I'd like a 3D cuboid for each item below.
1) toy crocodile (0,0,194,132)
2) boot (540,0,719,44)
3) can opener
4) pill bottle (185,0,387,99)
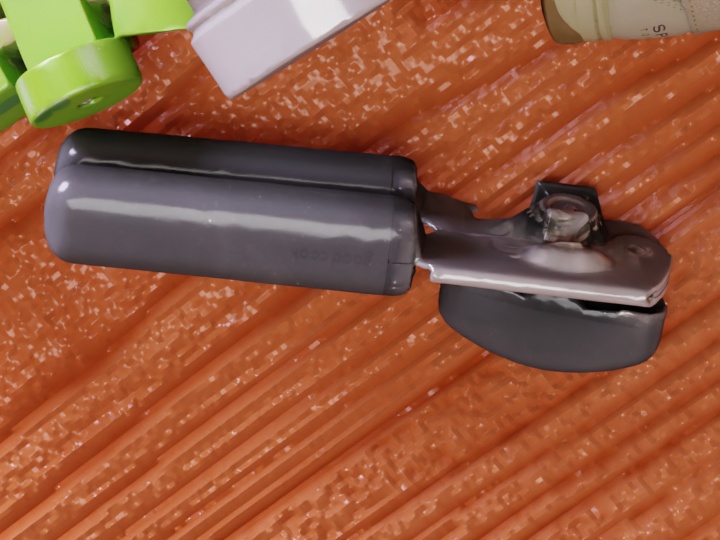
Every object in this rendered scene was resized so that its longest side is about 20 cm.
[{"bbox_3d":[-0.127,-0.063,0.881,0.200,0.062,0.068,-26,81,17],"label":"toy crocodile"},{"bbox_3d":[0.126,-0.159,0.775,0.155,0.072,0.200,2,115,8],"label":"boot"},{"bbox_3d":[0.000,0.000,0.878,0.200,0.053,0.067,5,119,-2],"label":"can opener"},{"bbox_3d":[-0.054,-0.156,0.793,0.112,0.112,0.200,-30,94,17],"label":"pill bottle"}]
